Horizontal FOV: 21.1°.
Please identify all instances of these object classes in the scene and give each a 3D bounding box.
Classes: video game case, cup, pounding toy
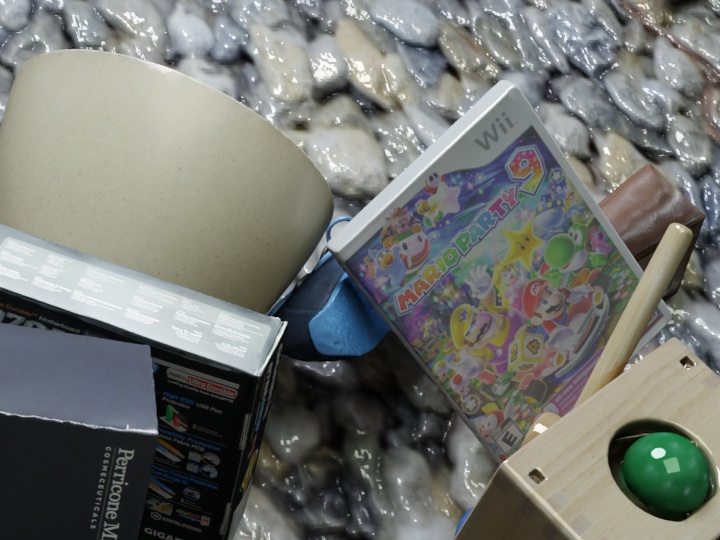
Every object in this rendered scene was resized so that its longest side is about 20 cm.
[{"bbox_3d":[0.087,0.007,1.137,0.143,0.200,0.018,-43,31,-8],"label":"video game case"},{"bbox_3d":[-0.133,-0.010,1.095,0.200,0.200,0.143,23,67,-2],"label":"cup"},{"bbox_3d":[0.136,0.115,1.072,0.184,0.200,0.142,-31,68,-37],"label":"pounding toy"}]

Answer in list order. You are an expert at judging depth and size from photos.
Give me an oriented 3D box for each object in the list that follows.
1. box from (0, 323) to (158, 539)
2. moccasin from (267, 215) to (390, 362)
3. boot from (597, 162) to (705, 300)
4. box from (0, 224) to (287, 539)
[{"bbox_3d":[-0.203,0.130,0.914,0.182,0.200,0.104,10,19,-11],"label":"box"},{"bbox_3d":[0.000,0.000,1.176,0.200,0.068,0.081,-26,104,-60],"label":"moccasin"},{"bbox_3d":[0.140,-0.035,1.232,0.200,0.187,0.064,-30,34,-34],"label":"boot"},{"bbox_3d":[-0.149,0.063,1.016,0.200,0.159,0.046,18,43,4],"label":"box"}]
